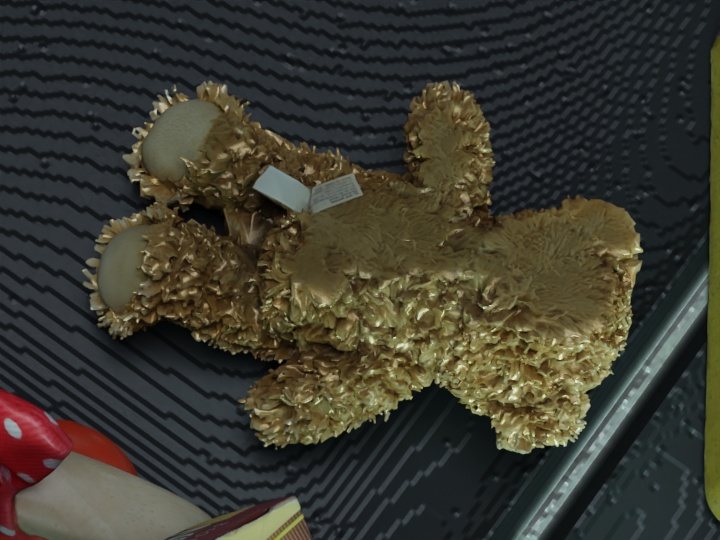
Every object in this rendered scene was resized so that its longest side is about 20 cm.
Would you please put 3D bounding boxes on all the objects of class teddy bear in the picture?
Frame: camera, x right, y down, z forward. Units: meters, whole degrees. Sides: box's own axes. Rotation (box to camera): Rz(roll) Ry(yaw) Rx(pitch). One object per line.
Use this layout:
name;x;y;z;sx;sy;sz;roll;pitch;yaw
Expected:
teddy bear;0.000;0.000;1.041;0.200;0.067;0.145;0;61;2

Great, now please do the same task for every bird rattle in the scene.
bird rattle;-0.119;0.065;0.942;0.163;0.200;0.113;20;68;-23

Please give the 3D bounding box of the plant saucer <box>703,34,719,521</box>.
plant saucer;0.230;0.000;1.061;0.200;0.048;0.200;4;71;-3

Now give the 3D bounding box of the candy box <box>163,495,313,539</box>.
candy box;-0.033;0.180;0.855;0.117;0.056;0.200;-22;92;-51
